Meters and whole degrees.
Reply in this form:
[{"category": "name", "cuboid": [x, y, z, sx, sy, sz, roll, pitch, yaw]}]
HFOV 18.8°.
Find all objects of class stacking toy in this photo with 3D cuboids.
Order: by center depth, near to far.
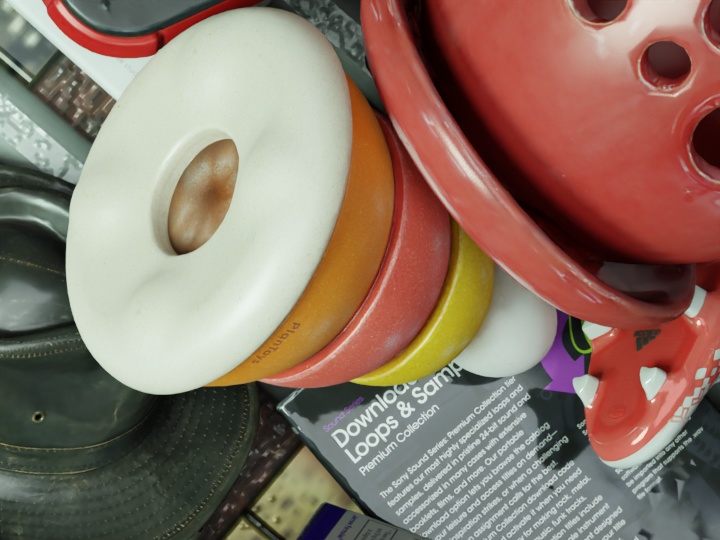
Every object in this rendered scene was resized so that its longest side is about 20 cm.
[{"category": "stacking toy", "cuboid": [0.000, 0.000, 0.833, 0.200, 0.146, 0.147, 25, 89, -40]}]

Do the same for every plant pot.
[{"category": "plant pot", "cuboid": [0.112, -0.095, 0.787, 0.182, 0.200, 0.201, -37, 94, 26]}]

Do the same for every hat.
[{"category": "hat", "cuboid": [-0.126, 0.018, 0.860, 0.200, 0.081, 0.201, 12, 52, -17]}]

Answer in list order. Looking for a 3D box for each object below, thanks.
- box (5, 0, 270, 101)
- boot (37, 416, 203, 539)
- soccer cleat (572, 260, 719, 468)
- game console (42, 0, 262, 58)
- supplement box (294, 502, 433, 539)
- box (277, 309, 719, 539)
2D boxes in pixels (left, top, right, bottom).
[{"category": "box", "cuboid": [-0.076, -0.181, 0.888, 0.152, 0.106, 0.200, 43, 88, -4]}, {"category": "boot", "cuboid": [-0.182, 0.153, 0.914, 0.181, 0.073, 0.200, 33, 95, -2]}, {"category": "soccer cleat", "cuboid": [0.153, 0.008, 0.897, 0.085, 0.068, 0.200, 44, 53, -25]}, {"category": "game console", "cuboid": [-0.070, -0.199, 0.824, 0.176, 0.031, 0.201, -27, 94, -9]}, {"category": "supplement box", "cuboid": [0.054, 0.181, 0.843, 0.199, 0.103, 0.102, 18, 104, 8]}, {"category": "box", "cuboid": [0.081, 0.086, 0.924, 0.143, 0.036, 0.200, -40, 92, -9]}]
